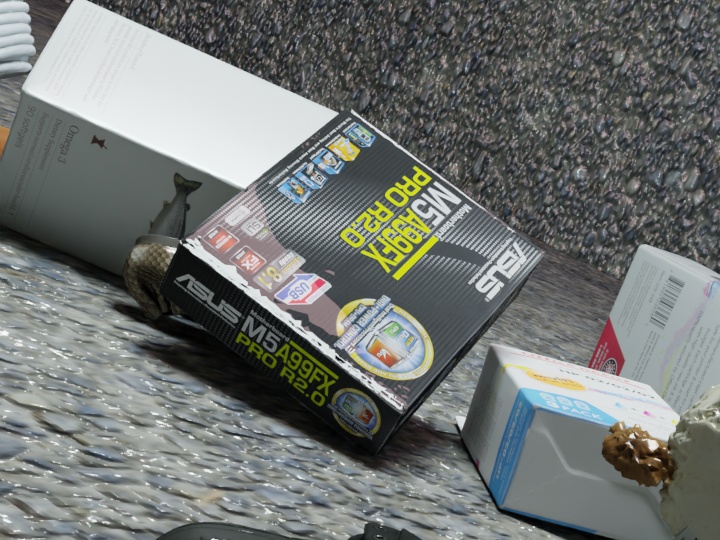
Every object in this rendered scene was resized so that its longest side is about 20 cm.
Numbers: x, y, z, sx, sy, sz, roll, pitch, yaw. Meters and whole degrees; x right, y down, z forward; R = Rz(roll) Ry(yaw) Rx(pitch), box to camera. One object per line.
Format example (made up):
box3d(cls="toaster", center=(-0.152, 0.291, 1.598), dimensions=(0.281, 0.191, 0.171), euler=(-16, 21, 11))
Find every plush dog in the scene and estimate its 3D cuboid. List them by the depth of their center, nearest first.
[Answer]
box3d(cls="plush dog", center=(0.242, 0.102, 0.979), dimensions=(0.160, 0.201, 0.171), euler=(14, 19, 41))

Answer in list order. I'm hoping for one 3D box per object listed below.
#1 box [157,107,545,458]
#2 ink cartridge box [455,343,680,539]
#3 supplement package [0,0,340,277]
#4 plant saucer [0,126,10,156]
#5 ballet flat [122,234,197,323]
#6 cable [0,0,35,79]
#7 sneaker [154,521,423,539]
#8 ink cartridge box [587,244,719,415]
box3d(cls="box", center=(0.000, 0.000, 1.067), dimensions=(0.160, 0.044, 0.200), euler=(37, 40, 9))
box3d(cls="ink cartridge box", center=(0.132, 0.101, 1.110), dimensions=(0.115, 0.068, 0.200), euler=(16, 8, -8))
box3d(cls="supplement package", center=(-0.129, -0.069, 1.185), dimensions=(0.199, 0.117, 0.118), euler=(23, 40, -6))
box3d(cls="plant saucer", center=(-0.222, -0.062, 1.302), dimensions=(0.199, 0.038, 0.200), euler=(25, 7, -3))
box3d(cls="ballet flat", center=(-0.060, 0.037, 1.119), dimensions=(0.199, 0.047, 0.067), euler=(27, -26, -26))
box3d(cls="cable", center=(-0.301, -0.134, 1.106), dimensions=(0.199, 0.070, 0.200), euler=(-14, 9, 1))
box3d(cls="sneaker", center=(0.000, 0.123, 0.622), dimensions=(0.199, 0.060, 0.104), euler=(27, 7, -24))
box3d(cls="ink cartridge box", center=(0.287, 0.084, 1.476), dimensions=(0.085, 0.148, 0.200), euler=(17, 11, -35))
